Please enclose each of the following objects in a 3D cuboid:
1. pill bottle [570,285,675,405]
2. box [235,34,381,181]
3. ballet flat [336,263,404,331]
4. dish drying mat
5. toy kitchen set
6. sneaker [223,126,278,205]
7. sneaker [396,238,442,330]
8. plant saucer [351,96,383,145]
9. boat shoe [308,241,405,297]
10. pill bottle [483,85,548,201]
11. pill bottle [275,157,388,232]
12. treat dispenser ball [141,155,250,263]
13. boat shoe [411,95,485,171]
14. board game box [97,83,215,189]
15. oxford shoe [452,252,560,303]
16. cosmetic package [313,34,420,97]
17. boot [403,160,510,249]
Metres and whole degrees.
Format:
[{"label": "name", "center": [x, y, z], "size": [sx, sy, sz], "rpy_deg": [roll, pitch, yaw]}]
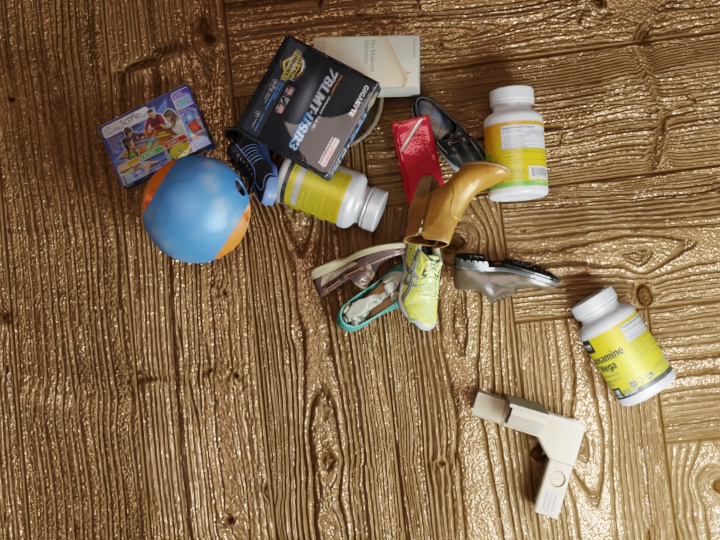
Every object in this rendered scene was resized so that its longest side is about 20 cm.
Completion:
[{"label": "pill bottle", "center": [0.469, 0.133, 1.581], "size": [0.112, 0.112, 0.201], "rpy_deg": [-32, 84, 4]}, {"label": "box", "center": [-0.095, -0.296, 1.596], "size": [0.198, 0.050, 0.201], "rpy_deg": [30, 89, 11]}, {"label": "ballet flat", "center": [0.040, 0.051, 1.653], "size": [0.200, 0.070, 0.067], "rpy_deg": [-36, 84, 3]}, {"label": "dish drying mat", "center": [0.115, -0.189, 1.658], "size": [0.076, 0.018, 0.201], "rpy_deg": [-11, 99, 11]}, {"label": "toy kitchen set", "center": [0.283, 0.327, 1.565], "size": [0.199, 0.163, 0.181], "rpy_deg": [17, 89, 7]}, {"label": "sneaker", "center": [-0.209, -0.198, 1.648], "size": [0.078, 0.070, 0.200], "rpy_deg": [4, 44, -24]}, {"label": "sneaker", "center": [0.113, 0.011, 1.609], "size": [0.075, 0.076, 0.201], "rpy_deg": [7, 65, -24]}, {"label": "plant saucer", "center": [-0.053, -0.332, 1.705], "size": [0.199, 0.029, 0.201], "rpy_deg": [0, 87, 7]}, {"label": "boat shoe", "center": [0.000, 0.000, 1.653], "size": [0.199, 0.072, 0.072], "rpy_deg": [-19, 88, 16]}, {"label": "pill bottle", "center": [0.286, -0.234, 1.621], "size": [0.110, 0.111, 0.201], "rpy_deg": [-4, 87, 6]}, {"label": "pill bottle", "center": [-0.053, -0.147, 1.653], "size": [0.199, 0.111, 0.112], "rpy_deg": [22, 89, 7]}, {"label": "treat dispenser ball", "center": [-0.306, -0.114, 1.632], "size": [0.200, 0.201, 0.202], "rpy_deg": [0, 87, 6]}, {"label": "boat shoe", "center": [0.169, -0.253, 1.662], "size": [0.069, 0.057, 0.200], "rpy_deg": [-44, 83, 2]}, {"label": "board game box", "center": [-0.404, -0.265, 1.734], "size": [0.199, 0.034, 0.136], "rpy_deg": [-24, 84, 4]}, {"label": "oxford shoe", "center": [0.271, 0.022, 1.638], "size": [0.199, 0.073, 0.085], "rpy_deg": [8, 104, 8]}, {"label": "cosmetic package", "center": [0.013, -0.384, 1.651], "size": [0.199, 0.073, 0.104], "rpy_deg": [-1, 86, 7]}, {"label": "boot", "center": [0.172, -0.112, 1.567], "size": [0.200, 0.071, 0.145], "rpy_deg": [-9, 59, 37]}]
